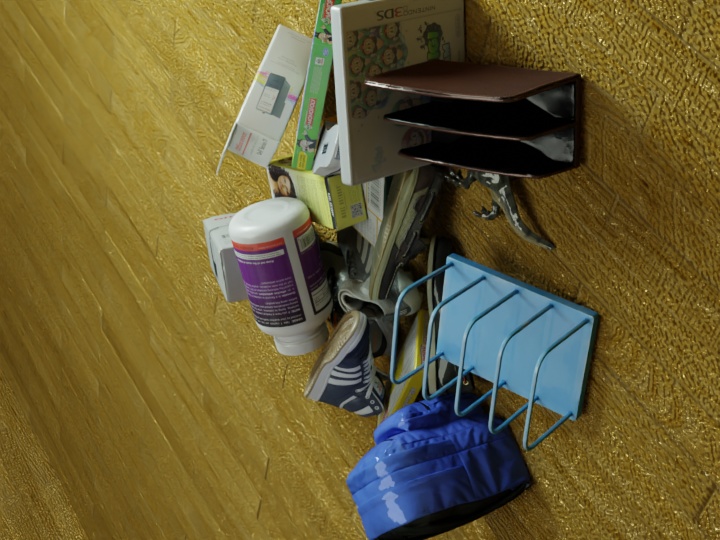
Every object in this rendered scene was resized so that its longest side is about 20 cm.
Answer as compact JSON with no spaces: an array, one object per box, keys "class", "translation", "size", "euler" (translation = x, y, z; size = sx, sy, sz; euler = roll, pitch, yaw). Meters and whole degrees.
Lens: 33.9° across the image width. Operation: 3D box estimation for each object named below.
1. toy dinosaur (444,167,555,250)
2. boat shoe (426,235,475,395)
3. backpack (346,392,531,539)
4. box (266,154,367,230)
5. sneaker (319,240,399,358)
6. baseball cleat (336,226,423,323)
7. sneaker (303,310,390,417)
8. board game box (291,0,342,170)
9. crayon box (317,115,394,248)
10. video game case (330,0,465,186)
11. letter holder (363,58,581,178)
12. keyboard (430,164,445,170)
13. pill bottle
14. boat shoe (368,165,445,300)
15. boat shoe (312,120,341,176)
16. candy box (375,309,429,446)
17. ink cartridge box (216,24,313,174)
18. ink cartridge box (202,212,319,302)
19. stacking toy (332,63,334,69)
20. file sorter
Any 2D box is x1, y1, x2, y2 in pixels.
[{"class":"toy dinosaur","translation":[0.152,-0.101,1.374],"size":[0.088,0.047,0.202],"euler":[-31,81,53]},{"class":"boat shoe","translation":[0.114,0.056,1.499],"size":[0.074,0.062,0.204],"euler":[-2,-91,-80]},{"class":"backpack","translation":[0.080,0.258,1.510],"size":[0.169,0.199,0.163],"euler":[63,149,17]},{"class":"box","translation":[-0.064,-0.110,1.618],"size":[0.200,0.050,0.076],"euler":[18,123,59]},{"class":"sneaker","translation":[-0.019,0.041,1.694],"size":[0.201,0.079,0.074],"euler":[60,150,26]},{"class":"baseball cleat","translation":[0.000,0.000,1.614],"size":[0.200,0.106,0.070],"euler":[42,143,45]},{"class":"sneaker","translation":[0.002,0.131,1.602],"size":[0.200,0.108,0.071],"euler":[122,168,-51]},{"class":"board game box","translation":[-0.055,-0.246,1.498],"size":[0.201,0.029,0.135],"euler":[105,174,-46]},{"class":"crayon box","translation":[0.000,-0.127,1.594],"size":[0.200,0.051,0.127],"euler":[44,143,44]},{"class":"video game case","translation":[0.049,-0.213,1.352],"size":[0.024,0.181,0.202],"euler":[22,123,48]},{"class":"letter holder","translation":[0.114,-0.158,1.261],"size":[0.199,0.142,0.102],"euler":[14,115,40]},{"class":"keyboard","translation":[0.057,-0.208,1.504],"size":[0.201,0.020,0.127],"euler":[60,153,20]},{"class":"pill bottle","translation":[-0.103,0.010,1.607],"size":[0.112,0.112,0.202],"euler":[22,132,54]},{"class":"boat shoe","translation":[0.058,-0.045,1.490],"size":[0.072,0.065,0.202],"euler":[-90,13,-60]},{"class":"boat shoe","translation":[-0.015,-0.149,1.480],"size":[0.200,0.069,0.072],"euler":[-162,86,-79]},{"class":"candy box","translation":[0.059,0.154,1.619],"size":[0.201,0.026,0.103],"euler":[112,167,-48]},{"class":"ink cartridge box","translation":[-0.128,-0.221,1.629],"size":[0.117,0.067,0.202],"euler":[136,157,-72]},{"class":"ink cartridge box","translation":[-0.148,-0.028,1.755],"size":[0.200,0.144,0.085],"euler":[-133,34,-69]},{"class":"stacking toy","translation":[0.006,-0.249,1.464],"size":[0.200,0.109,0.117],"euler":[-140,32,-65]},{"class":"file sorter","translation":[0.146,0.095,1.343],"size":[0.199,0.122,0.140],"euler":[23,124,31]}]
